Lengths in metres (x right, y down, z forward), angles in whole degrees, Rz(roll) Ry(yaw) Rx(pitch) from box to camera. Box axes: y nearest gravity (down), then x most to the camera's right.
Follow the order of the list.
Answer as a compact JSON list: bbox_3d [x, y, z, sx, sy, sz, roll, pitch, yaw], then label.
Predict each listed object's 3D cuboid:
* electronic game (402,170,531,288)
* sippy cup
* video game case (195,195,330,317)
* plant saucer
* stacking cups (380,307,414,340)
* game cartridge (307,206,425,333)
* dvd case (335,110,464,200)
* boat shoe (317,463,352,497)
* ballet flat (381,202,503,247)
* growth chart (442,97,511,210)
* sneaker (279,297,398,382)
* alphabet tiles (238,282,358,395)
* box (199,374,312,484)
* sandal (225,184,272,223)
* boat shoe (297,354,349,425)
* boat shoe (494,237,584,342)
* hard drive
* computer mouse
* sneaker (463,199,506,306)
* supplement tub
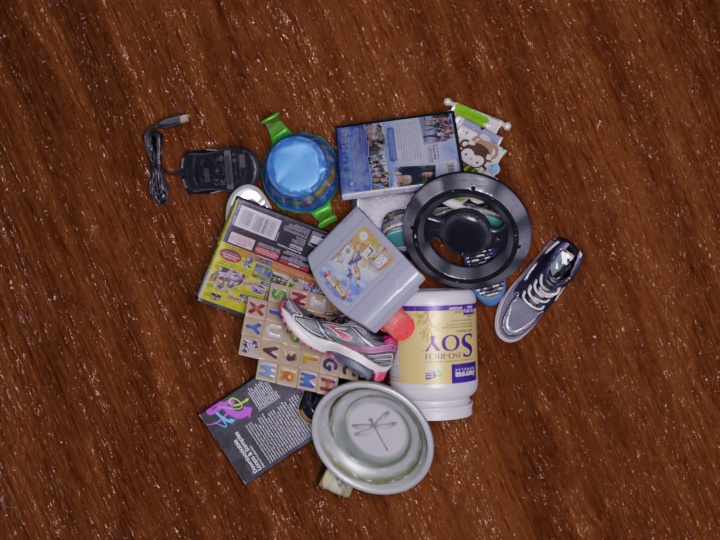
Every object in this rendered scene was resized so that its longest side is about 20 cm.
[{"bbox_3d":[0.163,-0.060,1.397,0.198,0.042,0.201,6,122,10],"label":"electronic game"},{"bbox_3d":[-0.099,-0.162,1.466,0.177,0.130,0.140,26,91,-1],"label":"sippy cup"},{"bbox_3d":[-0.144,-0.003,1.484,0.199,0.026,0.182,21,97,-18],"label":"video game case"},{"bbox_3d":[0.023,0.254,1.422,0.199,0.050,0.202,7,114,17],"label":"plant saucer"},{"bbox_3d":[0.018,0.046,1.430,0.060,0.200,0.061,-12,115,-26],"label":"stacking cups"},{"bbox_3d":[0.000,0.000,1.406,0.133,0.042,0.200,-43,48,1],"label":"game cartridge"},{"bbox_3d":[0.061,-0.186,1.456,0.198,0.018,0.144,-7,58,4],"label":"dvd case"},{"bbox_3d":[-0.002,0.282,1.507,0.062,0.073,0.201,28,102,-6],"label":"boat shoe"},{"bbox_3d":[0.130,-0.085,1.458,0.199,0.072,0.073,-6,91,1],"label":"ballet flat"},{"bbox_3d":[0.162,-0.185,1.464,0.144,0.018,0.201,21,64,18],"label":"growth chart"},{"bbox_3d":[-0.036,0.095,1.417,0.199,0.081,0.075,29,99,-7],"label":"sneaker"},{"bbox_3d":[-0.092,0.110,1.452,0.199,0.006,0.168,15,61,-14],"label":"alphabet tiles"},{"bbox_3d":[-0.149,0.243,1.520,0.199,0.036,0.143,-33,91,-1],"label":"box"},{"bbox_3d":[-0.173,-0.044,1.508,0.082,0.050,0.204,-18,105,-9],"label":"sandal"},{"bbox_3d":[-0.042,0.158,1.486,0.074,0.062,0.201,28,70,-9],"label":"boat shoe"},{"bbox_3d":[0.290,0.032,1.487,0.074,0.093,0.201,32,91,0],"label":"boat shoe"},{"bbox_3d":[0.052,-0.122,1.510,0.134,0.042,0.202,6,91,0],"label":"hard drive"},{"bbox_3d":[-0.263,-0.192,1.510,0.198,0.046,0.142,-9,95,12],"label":"computer mouse"},{"bbox_3d":[0.198,-0.038,1.507,0.065,0.078,0.202,-10,72,6],"label":"sneaker"},{"bbox_3d":[0.117,0.131,1.463,0.144,0.145,0.202,-2,91,0],"label":"supplement tub"}]
